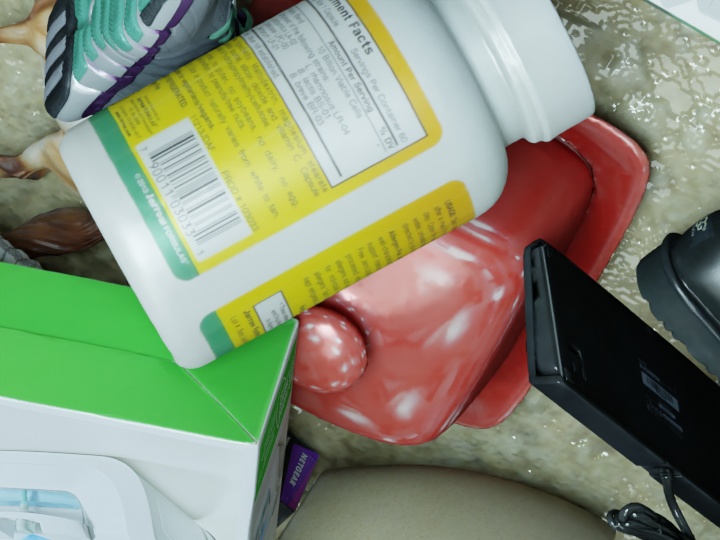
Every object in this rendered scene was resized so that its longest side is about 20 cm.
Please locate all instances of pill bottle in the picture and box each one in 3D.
[{"bbox_3d":[-0.011,-0.053,1.171,0.200,0.113,0.113,-29,114,-3],"label":"pill bottle"}]

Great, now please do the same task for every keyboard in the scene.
[{"bbox_3d":[0.127,0.078,1.266,0.021,0.127,0.200,-24,144,25],"label":"keyboard"}]

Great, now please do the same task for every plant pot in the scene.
[{"bbox_3d":[0.012,0.171,1.384,0.134,0.200,0.200,33,128,2],"label":"plant pot"}]

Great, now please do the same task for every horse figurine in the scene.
[{"bbox_3d":[-0.144,-0.083,1.352,0.132,0.050,0.200,9,125,18],"label":"horse figurine"}]

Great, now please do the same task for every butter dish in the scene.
[{"bbox_3d":[0.000,0.000,1.295,0.199,0.148,0.200,27,128,-1],"label":"butter dish"}]

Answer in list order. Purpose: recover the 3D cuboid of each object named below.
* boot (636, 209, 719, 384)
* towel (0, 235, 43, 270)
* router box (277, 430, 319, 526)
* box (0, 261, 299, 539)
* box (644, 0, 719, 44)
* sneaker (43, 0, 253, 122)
[{"bbox_3d":[0.237,0.011,1.270,0.198,0.073,0.162,43,121,-14],"label":"boot"},{"bbox_3d":[-0.229,0.045,1.393,0.200,0.086,0.166,35,135,45],"label":"towel"},{"bbox_3d":[-0.140,0.117,1.489,0.149,0.051,0.200,38,128,-11],"label":"router box"},{"bbox_3d":[-0.138,0.095,1.250,0.200,0.097,0.177,11,125,4],"label":"box"},{"bbox_3d":[0.198,-0.142,1.151,0.200,0.036,0.144,30,102,-6],"label":"box"},{"bbox_3d":[-0.070,-0.112,1.211,0.087,0.075,0.200,7,166,-19],"label":"sneaker"}]
